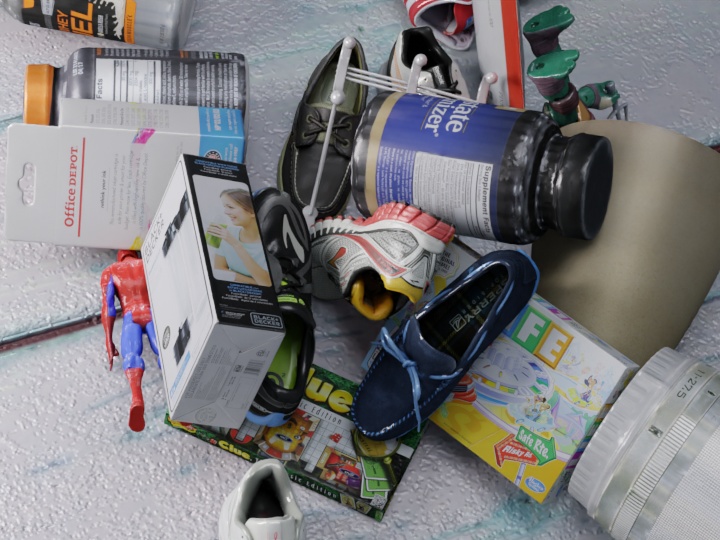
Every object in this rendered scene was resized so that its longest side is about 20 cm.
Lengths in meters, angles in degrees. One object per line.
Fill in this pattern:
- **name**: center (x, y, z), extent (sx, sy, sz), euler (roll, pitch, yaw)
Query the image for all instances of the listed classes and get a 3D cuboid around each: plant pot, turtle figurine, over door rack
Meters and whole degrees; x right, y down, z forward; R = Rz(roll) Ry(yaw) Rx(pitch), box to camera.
- **plant pot**: center (0.220, 0.004, 1.681), extent (0.186, 0.187, 0.201), euler (17, 67, 4)
- **turtle figurine**: center (0.205, -0.132, 1.765), extent (0.100, 0.200, 0.150), euler (-31, 38, 3)
- **over door rack**: center (0.035, -0.101, 1.729), extent (0.147, 0.067, 0.201), euler (14, 73, -4)

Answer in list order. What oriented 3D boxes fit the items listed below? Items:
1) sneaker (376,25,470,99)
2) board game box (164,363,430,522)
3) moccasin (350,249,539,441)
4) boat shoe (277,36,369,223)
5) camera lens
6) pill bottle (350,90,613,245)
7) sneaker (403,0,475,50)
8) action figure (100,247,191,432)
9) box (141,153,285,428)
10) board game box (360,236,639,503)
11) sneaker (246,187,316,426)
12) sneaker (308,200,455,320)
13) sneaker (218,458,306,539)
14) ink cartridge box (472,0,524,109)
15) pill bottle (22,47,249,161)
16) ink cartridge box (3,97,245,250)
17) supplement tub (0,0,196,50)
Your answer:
- **sneaker**: center (0.073, -0.141, 1.812), extent (0.073, 0.080, 0.200), euler (-17, 60, -23)
- **board game box**: center (-0.052, 0.124, 1.634), extent (0.199, 0.024, 0.105), euler (23, 52, 8)
- **moccasin**: center (0.057, 0.054, 1.581), extent (0.080, 0.068, 0.200), euler (41, 101, 16)
- **boat shoe**: center (-0.032, -0.131, 1.795), extent (0.071, 0.066, 0.202), euler (12, 53, -1)
- **camera lens**: center (0.287, 0.175, 1.561), extent (0.200, 0.160, 0.160), euler (34, 56, 16)
- **pill bottle**: center (0.101, -0.082, 1.617), extent (0.199, 0.112, 0.112), euler (10, 51, 21)
- **sneaker**: center (0.134, -0.279, 1.926), extent (0.199, 0.071, 0.113), euler (-8, 51, -5)
- **action figure**: center (-0.183, 0.051, 1.645), extent (0.065, 0.052, 0.201), euler (-9, 48, -8)
- **box**: center (-0.122, 0.015, 1.587), extent (0.060, 0.117, 0.201), euler (9, 42, -23)
- **board game box**: center (0.112, 0.079, 1.619), extent (0.200, 0.135, 0.034), euler (36, 14, 24)
- **sneaker**: center (-0.063, 0.026, 1.612), extent (0.070, 0.083, 0.201), euler (9, 69, -23)
- **sneaker**: center (0.000, 0.000, 1.634), extent (0.078, 0.200, 0.082), euler (27, 70, -20)
- **sneaker**: center (-0.072, 0.234, 1.500), extent (0.078, 0.100, 0.201), euler (-6, 55, -12)
- **ink cartridge box**: center (0.125, -0.203, 1.786), extent (0.057, 0.163, 0.200), euler (-2, 39, 9)
- **pill bottle**: center (-0.201, -0.146, 1.756), extent (0.199, 0.106, 0.107), euler (2, 54, -7)
- **ink cartridge box**: center (-0.204, -0.082, 1.691), extent (0.199, 0.116, 0.068), euler (4, 27, -9)
- **supplement tub**: center (-0.254, -0.281, 1.837), extent (0.199, 0.123, 0.123), euler (10, 53, 0)
